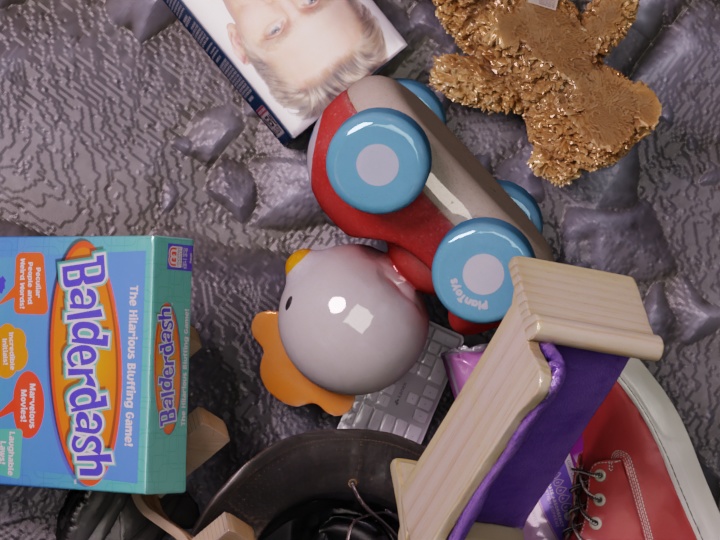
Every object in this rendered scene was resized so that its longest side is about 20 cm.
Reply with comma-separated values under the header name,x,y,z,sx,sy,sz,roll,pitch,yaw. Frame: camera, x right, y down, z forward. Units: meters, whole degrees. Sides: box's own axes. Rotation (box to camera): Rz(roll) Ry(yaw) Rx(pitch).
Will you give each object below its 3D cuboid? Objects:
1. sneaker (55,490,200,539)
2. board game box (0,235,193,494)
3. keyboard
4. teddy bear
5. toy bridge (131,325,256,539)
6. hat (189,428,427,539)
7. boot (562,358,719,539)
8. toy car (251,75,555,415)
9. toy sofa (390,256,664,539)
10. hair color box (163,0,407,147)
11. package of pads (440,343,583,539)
name,x,y,z,sx,sy,sz,roll,pitch,yaw
sneaker,-0.169,0.211,1.340,0.091,0.076,0.200,30,85,-13
board game box,-0.196,0.055,1.297,0.200,0.045,0.152,-1,86,29
keyboard,0.005,0.124,1.401,0.056,0.011,0.200,24,84,-7
teddy bear,0.111,-0.152,1.409,0.200,0.067,0.145,39,73,1
toy bridge,-0.113,0.112,1.311,0.067,0.200,0.027,-41,129,17
hat,-0.022,0.185,1.351,0.201,0.081,0.201,-1,95,-18
boot,0.137,0.147,1.316,0.144,0.072,0.200,-26,96,-10
toy car,0.000,0.000,1.338,0.200,0.184,0.177,-43,95,12
toy sofa,0.095,0.096,1.243,0.083,0.098,0.200,11,131,-21
hair color box,-0.072,-0.189,1.376,0.100,0.061,0.200,-40,95,-8
package of pads,0.140,0.128,1.389,0.120,0.076,0.200,-18,91,-9
